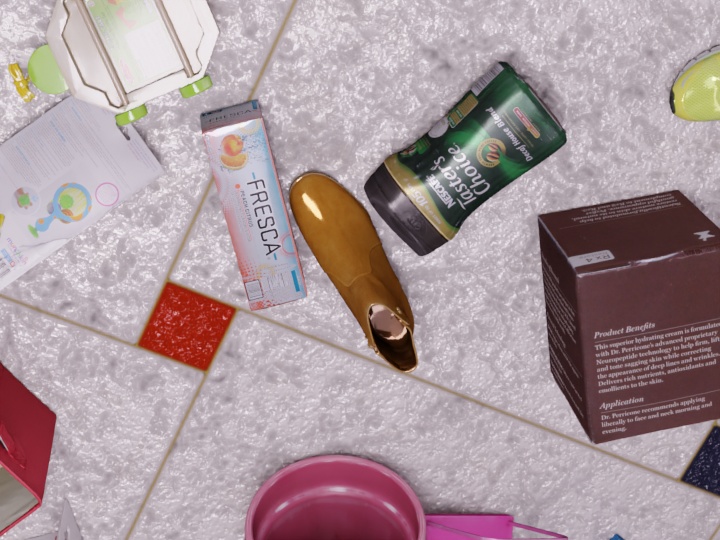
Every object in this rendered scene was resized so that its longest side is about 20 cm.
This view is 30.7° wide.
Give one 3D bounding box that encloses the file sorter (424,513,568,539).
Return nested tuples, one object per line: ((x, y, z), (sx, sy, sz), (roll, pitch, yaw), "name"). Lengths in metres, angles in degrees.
((0.143, 0.382, 1.457), (0.138, 0.125, 0.201), (8, 87, -35), "file sorter")

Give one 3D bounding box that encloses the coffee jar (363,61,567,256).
((0.104, -0.110, 1.328), (0.200, 0.085, 0.104), (-41, 112, 10), "coffee jar")

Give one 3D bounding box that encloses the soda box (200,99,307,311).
((-0.107, -0.064, 1.325), (0.063, 0.068, 0.201), (-14, 114, -3), "soda box")

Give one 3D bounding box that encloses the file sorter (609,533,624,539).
((0.341, 0.448, 1.575), (0.200, 0.123, 0.139), (39, 103, -21), "file sorter")

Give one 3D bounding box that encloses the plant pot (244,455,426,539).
((-0.026, 0.337, 1.448), (0.199, 0.200, 0.180), (-5, 129, -6), "plant pot")

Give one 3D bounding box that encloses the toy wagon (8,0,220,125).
((-0.238, -0.219, 1.249), (0.199, 0.040, 0.156), (-23, 103, 2), "toy wagon")

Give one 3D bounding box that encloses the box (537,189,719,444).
((0.290, 0.046, 1.376), (0.165, 0.164, 0.201), (-10, 113, -3), "box")

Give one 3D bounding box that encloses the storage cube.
((-0.433, 0.181, 1.321), (0.200, 0.180, 0.171), (-36, 113, 8), "storage cube")

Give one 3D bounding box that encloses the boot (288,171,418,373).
((0.000, 0.001, 1.327), (0.071, 0.144, 0.202), (-32, 113, 5), "boot")

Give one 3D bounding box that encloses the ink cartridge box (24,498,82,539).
((-0.331, 0.369, 1.448), (0.066, 0.116, 0.201), (-14, 113, -1), "ink cartridge box")

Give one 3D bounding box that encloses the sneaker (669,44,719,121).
((0.417, -0.188, 1.338), (0.199, 0.090, 0.079), (-11, 115, -2), "sneaker")

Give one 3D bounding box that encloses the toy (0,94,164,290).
((-0.306, -0.084, 1.292), (0.200, 0.047, 0.115), (-36, 93, -8), "toy")
